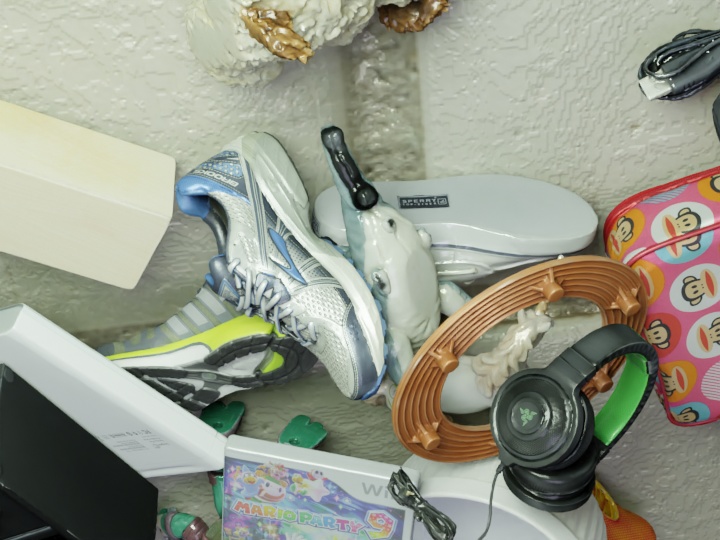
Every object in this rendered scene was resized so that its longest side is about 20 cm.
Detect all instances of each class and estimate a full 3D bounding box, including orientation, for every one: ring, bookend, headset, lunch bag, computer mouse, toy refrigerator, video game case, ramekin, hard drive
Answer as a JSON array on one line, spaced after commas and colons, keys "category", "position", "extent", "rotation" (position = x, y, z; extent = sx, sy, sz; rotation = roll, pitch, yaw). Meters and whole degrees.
[{"category": "ring", "position": [0.114, 0.068, 1.052], "extent": [0.200, 0.019, 0.201], "rotation": [-20, 141, -17]}, {"category": "bookend", "position": [-0.289, 0.184, 1.148], "extent": [0.198, 0.092, 0.200], "rotation": [-19, 138, 20]}, {"category": "headset", "position": [0.116, 0.110, 1.047], "extent": [0.200, 0.094, 0.124], "rotation": [-41, 147, -14]}, {"category": "lunch bag", "position": [0.283, 0.015, 1.134], "extent": [0.176, 0.082, 0.200], "rotation": [-19, 127, 7]}, {"category": "computer mouse", "position": [0.281, -0.078, 1.021], "extent": [0.138, 0.053, 0.200], "rotation": [-25, 101, -1]}, {"category": "toy refrigerator", "position": [-0.230, -0.062, 1.015], "extent": [0.200, 0.070, 0.076], "rotation": [18, 131, -19]}, {"category": "video game case", "position": [-0.035, 0.217, 1.152], "extent": [0.143, 0.018, 0.200], "rotation": [10, 124, 7]}, {"category": "ramekin", "position": [0.097, 0.219, 1.187], "extent": [0.200, 0.105, 0.201], "rotation": [11, 124, 17]}, {"category": "hard drive", "position": [-0.206, 0.093, 1.127], "extent": [0.200, 0.027, 0.132], "rotation": [38, 148, -31]}]

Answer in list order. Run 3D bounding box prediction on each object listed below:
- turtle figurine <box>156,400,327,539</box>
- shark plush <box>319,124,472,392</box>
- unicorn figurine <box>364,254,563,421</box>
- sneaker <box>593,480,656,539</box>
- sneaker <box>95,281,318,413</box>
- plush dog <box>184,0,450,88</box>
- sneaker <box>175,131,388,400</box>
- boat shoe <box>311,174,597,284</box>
[{"category": "turtle figurine", "position": [-0.088, 0.204, 1.229], "extent": [0.149, 0.101, 0.200], "rotation": [3, 122, -10]}, {"category": "shark plush", "position": [0.000, 0.000, 1.028], "extent": [0.083, 0.091, 0.200], "rotation": [12, 145, 38]}, {"category": "unicorn figurine", "position": [0.088, 0.078, 1.130], "extent": [0.200, 0.074, 0.137], "rotation": [-23, 155, 17]}, {"category": "sneaker", "position": [0.173, 0.194, 1.266], "extent": [0.200, 0.073, 0.077], "rotation": [24, 125, -24]}, {"category": "sneaker", "position": [-0.112, 0.049, 1.118], "extent": [0.200, 0.081, 0.074], "rotation": [-14, 138, 28]}, {"category": "plush dog", "position": [-0.016, -0.197, 0.904], "extent": [0.172, 0.160, 0.200], "rotation": [-31, 133, -17]}, {"category": "sneaker", "position": [-0.058, 0.008, 1.014], "extent": [0.085, 0.200, 0.077], "rotation": [-24, 162, -28]}, {"category": "boat shoe", "position": [0.065, -0.021, 1.086], "extent": [0.199, 0.072, 0.066], "rotation": [-3, 133, -4]}]
